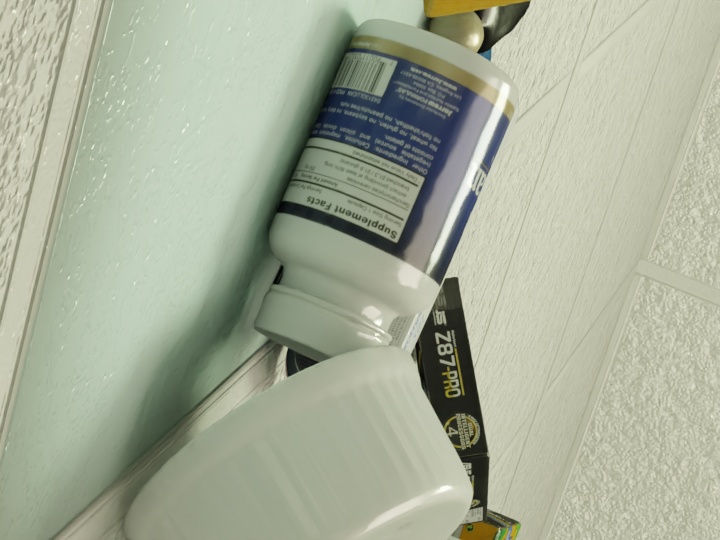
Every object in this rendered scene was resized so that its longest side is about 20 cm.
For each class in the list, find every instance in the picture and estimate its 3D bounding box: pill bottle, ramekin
[{"bbox_3d":[0.011,-0.041,1.328,0.111,0.110,0.201,50,63,-77],"label":"pill bottle"},{"bbox_3d":[-0.030,0.142,1.282,0.200,0.098,0.201,-29,162,-11],"label":"ramekin"}]

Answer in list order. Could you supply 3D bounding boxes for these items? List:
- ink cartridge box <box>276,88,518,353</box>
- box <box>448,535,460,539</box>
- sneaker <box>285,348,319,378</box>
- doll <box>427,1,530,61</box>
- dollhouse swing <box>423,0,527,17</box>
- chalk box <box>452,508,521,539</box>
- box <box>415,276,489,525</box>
[{"bbox_3d":[0.023,-0.042,1.422,0.044,0.093,0.201,76,37,-71],"label":"ink cartridge box"},{"bbox_3d":[0.029,0.325,1.851,0.131,0.199,0.200,-24,135,-76],"label":"box"},{"bbox_3d":[0.000,0.000,1.501,0.201,0.070,0.082,-60,-177,-21],"label":"sneaker"},{"bbox_3d":[0.099,-0.198,1.590,0.200,0.048,0.137,-51,158,-56],"label":"doll"},{"bbox_3d":[0.091,-0.305,1.399,0.181,0.176,0.201,-12,138,-23],"label":"dollhouse swing"},{"bbox_3d":[0.079,0.288,2.185,0.200,0.124,0.125,27,85,-77],"label":"chalk box"},{"bbox_3d":[0.077,0.118,1.885,0.200,0.049,0.162,82,-2,-67],"label":"box"}]
